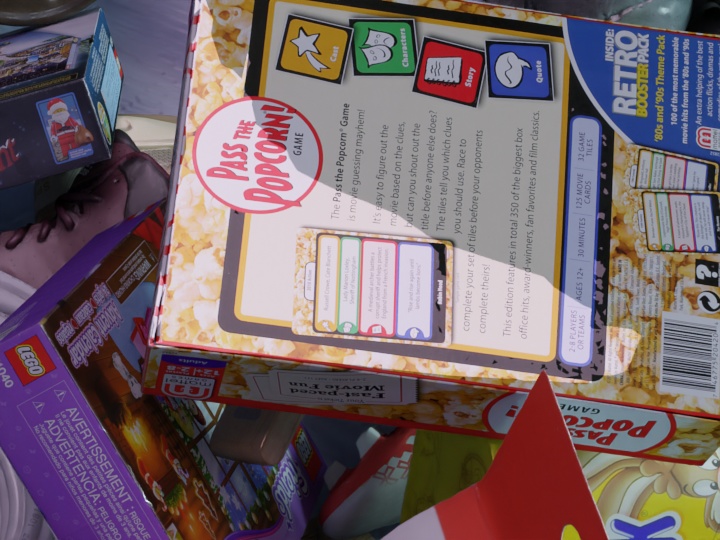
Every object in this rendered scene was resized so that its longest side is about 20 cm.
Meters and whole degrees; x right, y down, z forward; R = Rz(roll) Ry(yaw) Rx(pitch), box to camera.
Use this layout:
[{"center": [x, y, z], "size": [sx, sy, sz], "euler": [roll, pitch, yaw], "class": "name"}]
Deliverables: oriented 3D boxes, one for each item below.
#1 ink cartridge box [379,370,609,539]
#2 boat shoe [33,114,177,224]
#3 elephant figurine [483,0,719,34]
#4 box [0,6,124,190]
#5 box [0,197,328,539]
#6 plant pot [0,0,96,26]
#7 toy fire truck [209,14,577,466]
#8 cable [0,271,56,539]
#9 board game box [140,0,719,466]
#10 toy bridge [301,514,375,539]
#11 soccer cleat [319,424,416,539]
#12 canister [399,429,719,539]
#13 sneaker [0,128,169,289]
[{"center": [0.034, 0.155, 0.740], "size": [0.057, 0.200, 0.163], "euler": [-5, 53, -18], "class": "ink cartridge box"}, {"center": [-0.050, -0.035, 1.021], "size": [0.200, 0.072, 0.065], "euler": [-1, 65, -5], "class": "boat shoe"}, {"center": [0.123, -0.168, 1.112], "size": [0.142, 0.155, 0.200], "euler": [-45, 44, 17], "class": "elephant figurine"}, {"center": [-0.206, -0.057, 0.974], "size": [0.200, 0.038, 0.137], "euler": [-16, 20, 2], "class": "box"}, {"center": [-0.074, 0.059, 0.834], "size": [0.039, 0.137, 0.200], "euler": [-28, 9, 13], "class": "box"}, {"center": [-0.170, -0.211, 1.051], "size": [0.187, 0.187, 0.200], "euler": [-11, 45, -12], "class": "plant pot"}, {"center": [0.000, 0.000, 0.879], "size": [0.200, 0.176, 0.129], "euler": [-16, 82, -35], "class": "toy fire truck"}, {"center": [-0.172, 0.087, 0.841], "size": [0.200, 0.069, 0.200], "euler": [-10, 70, -38], "class": "cable"}, {"center": [0.031, -0.021, 0.779], "size": [0.200, 0.046, 0.152], "euler": [8, 65, -6], "class": "board game box"}, {"center": [-0.080, 0.149, 0.902], "size": [0.200, 0.027, 0.067], "euler": [-32, 60, -25], "class": "toy bridge"}, {"center": [0.068, 0.072, 0.935], "size": [0.200, 0.069, 0.085], "euler": [-28, 77, -39], "class": "soccer cleat"}, {"center": [0.123, 0.107, 0.856], "size": [0.200, 0.149, 0.087], "euler": [-1, 29, -18], "class": "canister"}, {"center": [-0.145, -0.013, 0.966], "size": [0.200, 0.076, 0.116], "euler": [16, 88, -2], "class": "sneaker"}]
